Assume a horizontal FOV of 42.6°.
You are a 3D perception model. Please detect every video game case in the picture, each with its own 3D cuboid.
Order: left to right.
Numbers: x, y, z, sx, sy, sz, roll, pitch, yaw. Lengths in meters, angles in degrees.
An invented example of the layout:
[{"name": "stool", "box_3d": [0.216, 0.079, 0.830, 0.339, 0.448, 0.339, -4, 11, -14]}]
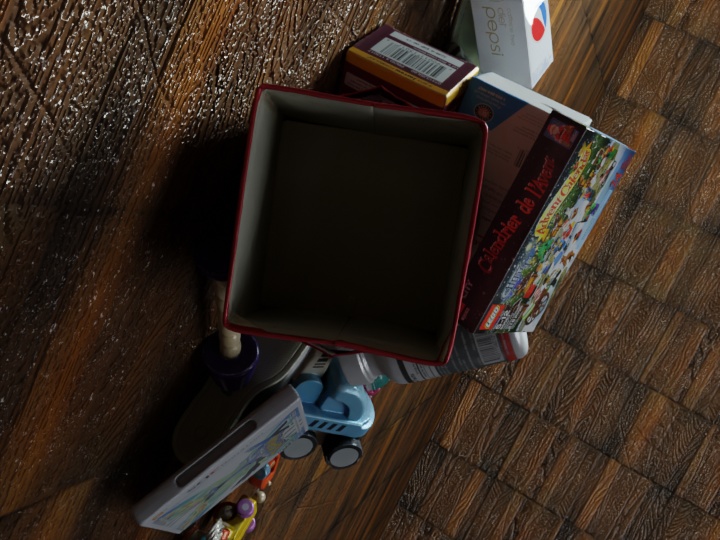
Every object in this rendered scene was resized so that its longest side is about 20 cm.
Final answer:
[{"name": "video game case", "box_3d": [-0.131, 0.194, 0.923, 0.182, 0.022, 0.200, -38, 167, -12]}]

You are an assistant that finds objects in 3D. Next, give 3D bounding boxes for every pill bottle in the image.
[{"name": "pill bottle", "box_3d": [0.075, 0.058, 1.008, 0.116, 0.197, 0.117, -13, 90, -77]}]

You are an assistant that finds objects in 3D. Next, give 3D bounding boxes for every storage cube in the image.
[{"name": "storage cube", "box_3d": [0.000, -0.036, 0.735, 0.180, 0.168, 0.203, -22, 121, -87]}]

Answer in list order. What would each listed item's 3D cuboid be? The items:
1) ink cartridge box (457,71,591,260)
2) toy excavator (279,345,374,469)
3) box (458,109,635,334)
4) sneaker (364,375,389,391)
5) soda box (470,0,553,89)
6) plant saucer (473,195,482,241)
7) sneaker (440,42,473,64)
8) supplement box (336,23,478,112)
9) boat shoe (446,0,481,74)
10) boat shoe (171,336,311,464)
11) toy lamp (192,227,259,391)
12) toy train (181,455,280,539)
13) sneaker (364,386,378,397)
[{"name": "ink cartridge box", "box_3d": [0.131, -0.079, 0.918, 0.068, 0.115, 0.202, -33, 148, -61]}, {"name": "toy excavator", "box_3d": [-0.049, 0.118, 1.069, 0.201, 0.193, 0.100, -56, -147, 29]}, {"name": "box", "box_3d": [0.166, -0.037, 0.842, 0.136, 0.038, 0.202, 3, 118, -57]}, {"name": "sneaker", "box_3d": [0.042, 0.087, 1.167, 0.200, 0.079, 0.072, -63, 135, -70]}, {"name": "soda box", "box_3d": [0.165, -0.307, 1.028, 0.064, 0.067, 0.202, -50, 140, -35]}, {"name": "plant saucer", "box_3d": [0.016, -0.065, 0.881, 0.032, 0.198, 0.202, -85, -169, -56]}, {"name": "sneaker", "box_3d": [0.118, -0.179, 1.039, 0.074, 0.088, 0.201, -32, -153, 29]}, {"name": "supplement box", "box_3d": [0.030, -0.126, 0.935, 0.086, 0.109, 0.202, -46, 159, -48]}, {"name": "boat shoe", "box_3d": [0.136, -0.271, 1.143, 0.061, 0.071, 0.203, -113, -162, -49]}, {"name": "boat shoe", "box_3d": [-0.112, 0.117, 0.952, 0.201, 0.072, 0.068, -51, 156, -5]}, {"name": "toy lamp", "box_3d": [-0.120, 0.044, 0.840, 0.058, 0.058, 0.201, -51, 161, -35]}, {"name": "toy train", "box_3d": [-0.162, 0.288, 1.141, 0.200, 0.055, 0.152, -45, 157, -57]}, {"name": "sneaker", "box_3d": [-0.038, 0.161, 1.293, 0.200, 0.088, 0.073, -46, 146, 23]}]
